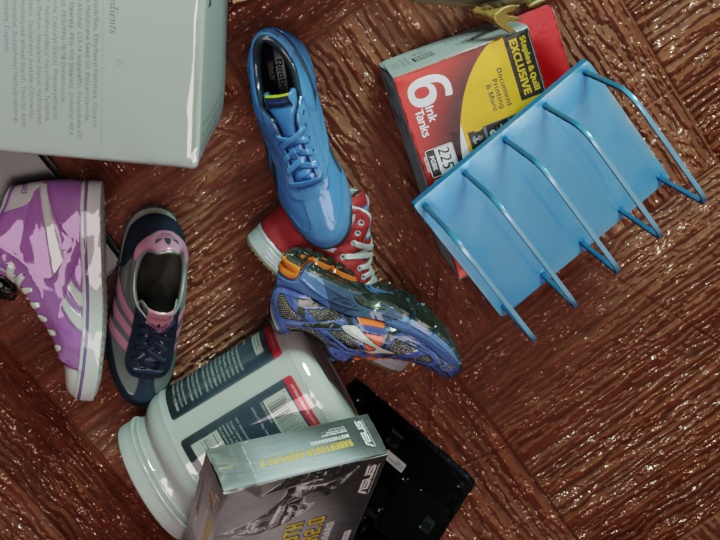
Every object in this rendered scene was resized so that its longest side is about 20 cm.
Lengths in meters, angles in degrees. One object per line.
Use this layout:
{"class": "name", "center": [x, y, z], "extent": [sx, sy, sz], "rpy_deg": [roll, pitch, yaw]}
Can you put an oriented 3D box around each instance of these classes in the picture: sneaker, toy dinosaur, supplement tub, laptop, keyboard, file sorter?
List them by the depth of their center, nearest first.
{"class": "file sorter", "center": [0.172, -0.057, 1.146], "extent": [0.200, 0.123, 0.139], "rpy_deg": [-39, 109, 3]}
{"class": "sneaker", "center": [-0.060, -0.115, 1.175], "extent": [0.065, 0.078, 0.202], "rpy_deg": [-15, 91, 11]}
{"class": "toy dinosaur", "center": [0.108, -0.243, 1.184], "extent": [0.198, 0.106, 0.061], "rpy_deg": [-7, 105, -13]}
{"class": "sneaker", "center": [0.003, 0.051, 1.204], "extent": [0.199, 0.075, 0.079], "rpy_deg": [26, 107, -14]}
{"class": "sneaker", "center": [-0.286, 0.019, 1.204], "extent": [0.113, 0.073, 0.202], "rpy_deg": [-2, 95, -9]}
{"class": "keyboard", "center": [-0.322, -0.048, 1.221], "extent": [0.127, 0.021, 0.201], "rpy_deg": [-36, 108, -2]}
{"class": "sneaker", "center": [-0.196, 0.047, 1.231], "extent": [0.070, 0.082, 0.202], "rpy_deg": [-3, 114, -19]}
{"class": "supplement tub", "center": [-0.111, 0.149, 1.250], "extent": [0.199, 0.140, 0.141], "rpy_deg": [-31, 109, 3]}
{"class": "sneaker", "center": [0.000, 0.000, 1.255], "extent": [0.112, 0.071, 0.200], "rpy_deg": [-44, 106, 10]}
{"class": "laptop", "center": [-0.016, 0.241, 1.363], "extent": [0.177, 0.103, 0.201], "rpy_deg": [41, 73, -18]}

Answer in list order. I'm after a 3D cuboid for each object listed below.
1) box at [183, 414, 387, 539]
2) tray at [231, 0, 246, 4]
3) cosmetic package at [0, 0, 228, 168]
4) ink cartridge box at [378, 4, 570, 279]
{"class": "box", "center": [-0.075, 0.221, 1.199], "extent": [0.157, 0.048, 0.201], "rpy_deg": [-10, 141, -27]}
{"class": "tray", "center": [-0.032, -0.311, 1.169], "extent": [0.198, 0.037, 0.099], "rpy_deg": [-17, 109, -2]}
{"class": "cosmetic package", "center": [-0.216, -0.191, 1.096], "extent": [0.198, 0.165, 0.166], "rpy_deg": [6, 111, 0]}
{"class": "ink cartridge box", "center": [0.133, -0.122, 1.227], "extent": [0.174, 0.084, 0.201], "rpy_deg": [-21, 109, -2]}
